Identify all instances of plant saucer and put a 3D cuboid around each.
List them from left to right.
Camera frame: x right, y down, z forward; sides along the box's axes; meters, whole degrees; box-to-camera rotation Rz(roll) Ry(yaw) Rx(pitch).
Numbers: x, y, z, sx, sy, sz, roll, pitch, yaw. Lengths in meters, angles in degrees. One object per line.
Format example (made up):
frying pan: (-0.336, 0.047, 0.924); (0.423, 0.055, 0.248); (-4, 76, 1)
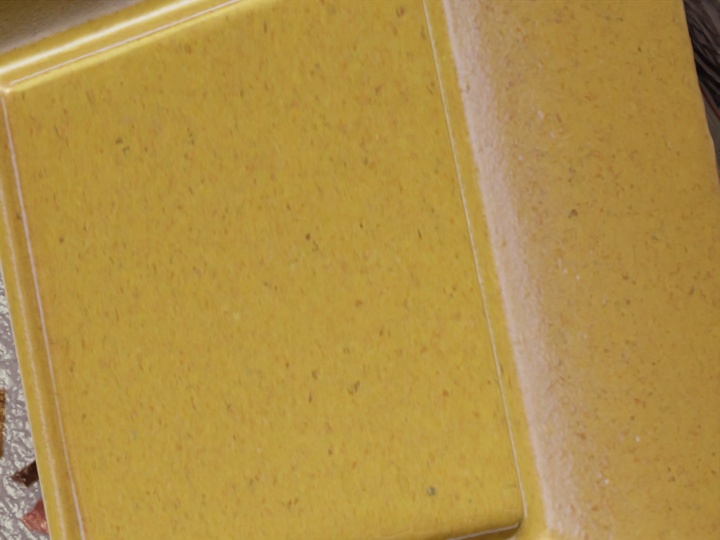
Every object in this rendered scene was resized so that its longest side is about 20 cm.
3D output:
plant saucer: (-0.013, 0.004, 0.662); (0.048, 0.200, 0.200); (-4, -100, -52)

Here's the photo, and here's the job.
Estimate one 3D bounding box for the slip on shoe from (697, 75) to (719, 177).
slip on shoe: (0.060, -0.031, 0.740); (0.200, 0.074, 0.061); (46, 176, -10)
